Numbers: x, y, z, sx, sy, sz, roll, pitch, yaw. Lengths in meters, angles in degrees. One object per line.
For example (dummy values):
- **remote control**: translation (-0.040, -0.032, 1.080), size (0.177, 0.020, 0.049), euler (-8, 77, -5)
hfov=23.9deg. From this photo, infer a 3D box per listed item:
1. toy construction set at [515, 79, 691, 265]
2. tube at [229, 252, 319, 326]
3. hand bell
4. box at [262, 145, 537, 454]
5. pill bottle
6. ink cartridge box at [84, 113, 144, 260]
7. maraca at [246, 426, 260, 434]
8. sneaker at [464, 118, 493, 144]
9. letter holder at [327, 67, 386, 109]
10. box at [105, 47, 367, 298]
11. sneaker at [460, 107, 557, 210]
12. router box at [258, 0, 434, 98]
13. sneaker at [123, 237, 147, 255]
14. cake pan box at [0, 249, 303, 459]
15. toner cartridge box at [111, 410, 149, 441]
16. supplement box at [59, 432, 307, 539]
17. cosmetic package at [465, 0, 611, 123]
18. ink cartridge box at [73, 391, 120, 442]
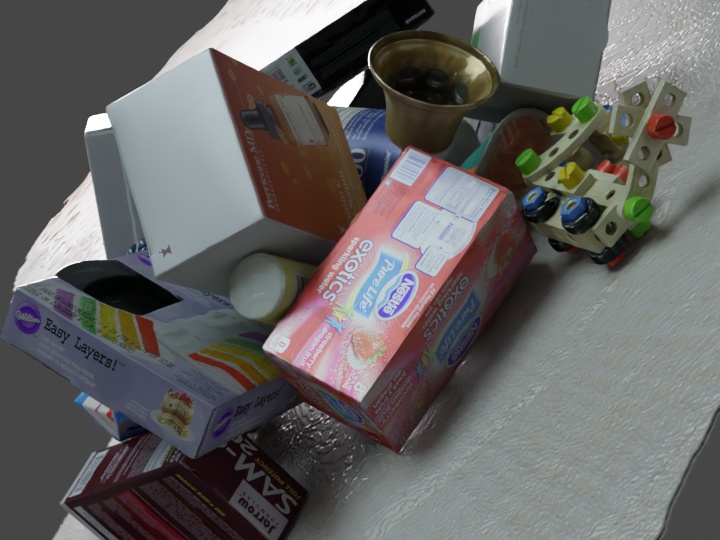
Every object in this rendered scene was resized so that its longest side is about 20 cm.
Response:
- **toy construction set**: translation (0.184, -0.076, 1.263), size (0.131, 0.092, 0.200), euler (-48, 8, -8)
- **tube**: translation (-0.031, 0.027, 1.349), size (0.058, 0.200, 0.052), euler (-23, 71, 25)
- **hand bell**: translation (0.041, -0.083, 1.384), size (0.104, 0.104, 0.200), euler (-70, -6, -51)
- **box**: translation (0.033, 0.021, 1.288), size (0.102, 0.095, 0.200), euler (25, 72, 32)
- **pill bottle**: translation (0.000, -0.090, 1.523), size (0.200, 0.111, 0.111), euler (8, 50, 33)
- **ink cartridge box**: translation (-0.187, -0.085, 1.671), size (0.146, 0.147, 0.200), euler (-10, 11, -6)
- **maraca**: translation (-0.117, 0.091, 1.525), size (0.200, 0.107, 0.137), euler (-43, 12, -28)
- **sneaker**: translation (0.085, -0.144, 1.633), size (0.073, 0.071, 0.200), euler (-39, 19, 18)
- **letter holder**: translation (-0.028, -0.091, 1.724), size (0.142, 0.101, 0.200), euler (-24, 28, 52)
- **box**: translation (-0.086, -0.066, 1.354), size (0.106, 0.153, 0.200), euler (-26, -20, 22)
- **sneaker**: translation (0.096, -0.044, 1.422), size (0.200, 0.071, 0.080), euler (-53, -1, -3)
- **router box**: translation (-0.031, -0.204, 1.658), size (0.200, 0.051, 0.149), euler (-34, 3, -6)
- **sneaker**: translation (-0.122, 0.009, 1.554), size (0.199, 0.085, 0.077), euler (0, 79, 15)
- **cake pan box**: translation (-0.151, 0.057, 1.321), size (0.184, 0.200, 0.052), euler (-17, -48, -62)
- **toner cartridge box**: translation (-0.119, 0.069, 1.437), size (0.199, 0.095, 0.043), euler (-15, -25, -11)
- **supplement box**: translation (-0.147, 0.185, 1.383), size (0.200, 0.109, 0.061), euler (-22, 30, 49)
- **cosmetic package**: translation (0.146, -0.185, 1.436), size (0.200, 0.085, 0.108), euler (143, 138, -84)
- **ink cartridge box**: translation (-0.205, 0.119, 1.710), size (0.116, 0.067, 0.200), euler (-49, 18, -14)
